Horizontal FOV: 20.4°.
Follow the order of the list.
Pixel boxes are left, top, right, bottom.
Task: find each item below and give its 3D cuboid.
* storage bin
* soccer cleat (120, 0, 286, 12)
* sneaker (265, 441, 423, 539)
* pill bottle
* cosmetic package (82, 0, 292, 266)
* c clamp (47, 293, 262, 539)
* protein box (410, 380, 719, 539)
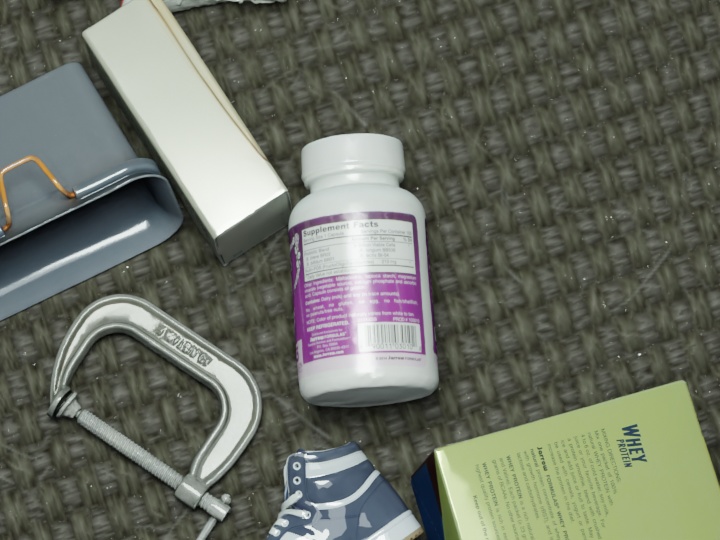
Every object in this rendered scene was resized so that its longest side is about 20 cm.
[{"bbox_3d":[-0.263,-0.070,1.584,0.199,0.146,0.135,-27,69,-5],"label":"storage bin"},{"bbox_3d":[-0.102,-0.248,1.649,0.199,0.069,0.086,-29,75,-10],"label":"soccer cleat"},{"bbox_3d":[-0.061,0.211,1.546,0.199,0.070,0.109,-31,84,-13],"label":"sneaker"},{"bbox_3d":[0.000,0.000,1.571,0.111,0.112,0.202,-4,77,0],"label":"pill bottle"},{"bbox_3d":[-0.137,-0.113,1.602,0.073,0.104,0.201,-33,80,-7],"label":"cosmetic package"},{"bbox_3d":[-0.170,0.122,1.590,0.199,0.027,0.171,38,81,8],"label":"c clamp"},{"bbox_3d":[0.166,0.212,1.500,0.198,0.135,0.200,-15,78,-10],"label":"protein box"}]
